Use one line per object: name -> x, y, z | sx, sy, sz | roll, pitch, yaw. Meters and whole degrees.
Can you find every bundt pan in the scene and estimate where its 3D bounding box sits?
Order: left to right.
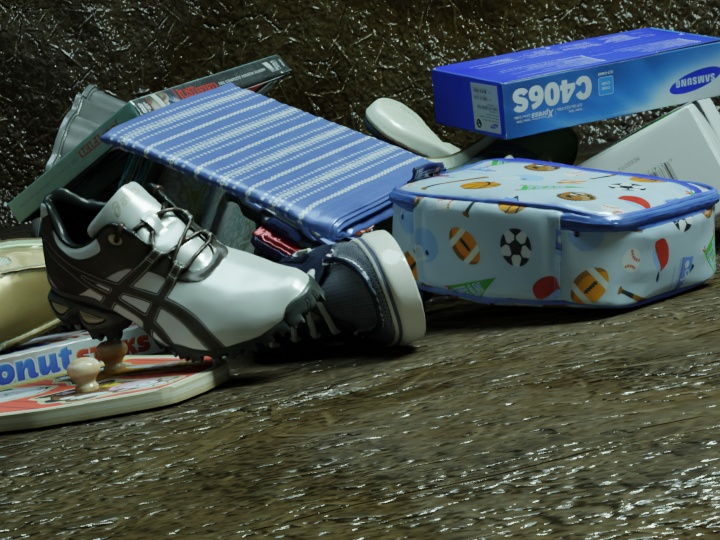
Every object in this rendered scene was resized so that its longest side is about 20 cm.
bundt pan -> -0.205, -0.045, 1.862 | 0.075, 0.203, 0.202 | 14, 8, 6

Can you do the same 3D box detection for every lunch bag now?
lunch bag -> 0.122, -0.029, 1.472 | 0.199, 0.076, 0.160 | 12, 19, 39

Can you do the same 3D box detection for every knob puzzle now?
knob puzzle -> -0.167, 0.065, 1.379 | 0.218, 0.031, 0.220 | -9, 5, 1

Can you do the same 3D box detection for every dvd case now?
dvd case -> -0.154, -0.099, 1.698 | 0.146, 0.022, 0.200 | -36, -4, 33

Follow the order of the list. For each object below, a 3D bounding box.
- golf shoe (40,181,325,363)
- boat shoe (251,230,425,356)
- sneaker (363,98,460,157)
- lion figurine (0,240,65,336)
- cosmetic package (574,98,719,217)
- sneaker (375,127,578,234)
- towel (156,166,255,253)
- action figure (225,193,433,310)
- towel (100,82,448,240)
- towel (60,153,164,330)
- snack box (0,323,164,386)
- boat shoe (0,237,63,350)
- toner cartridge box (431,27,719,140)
golf shoe -> -0.117, -0.004, 1.375 | 0.199, 0.095, 0.078 | 5, 37, 31
boat shoe -> -0.026, 0.024, 1.420 | 0.092, 0.075, 0.200 | -21, 2, -12
sneaker -> 0.042, -0.068, 1.815 | 0.085, 0.075, 0.200 | -46, -31, 6
lion figurine -> -0.277, -0.020, 1.646 | 0.072, 0.200, 0.122 | -40, 56, -13
cosmetic package -> 0.230, -0.070, 1.731 | 0.107, 0.085, 0.200 | -29, 1, 13
sneaker -> 0.096, -0.049, 1.626 | 0.199, 0.067, 0.090 | -18, 44, -36
towel -> -0.117, -0.041, 1.736 | 0.048, 0.172, 0.200 | 26, 16, 14
action figure -> 0.000, 0.000, 1.662 | 0.193, 0.105, 0.200 | -19, 39, -33
towel -> -0.055, -0.073, 1.548 | 0.199, 0.024, 0.145 | 23, 29, 29
towel -> -0.179, -0.020, 1.688 | 0.022, 0.147, 0.200 | 26, -4, 1
snack box -> -0.236, 0.064, 1.553 | 0.199, 0.024, 0.072 | -13, 8, -32
boat shoe -> -0.261, 0.035, 1.498 | 0.199, 0.072, 0.076 | -18, 25, -19
toner cartridge box -> 0.160, -0.137, 1.659 | 0.199, 0.043, 0.095 | -13, 18, -28
